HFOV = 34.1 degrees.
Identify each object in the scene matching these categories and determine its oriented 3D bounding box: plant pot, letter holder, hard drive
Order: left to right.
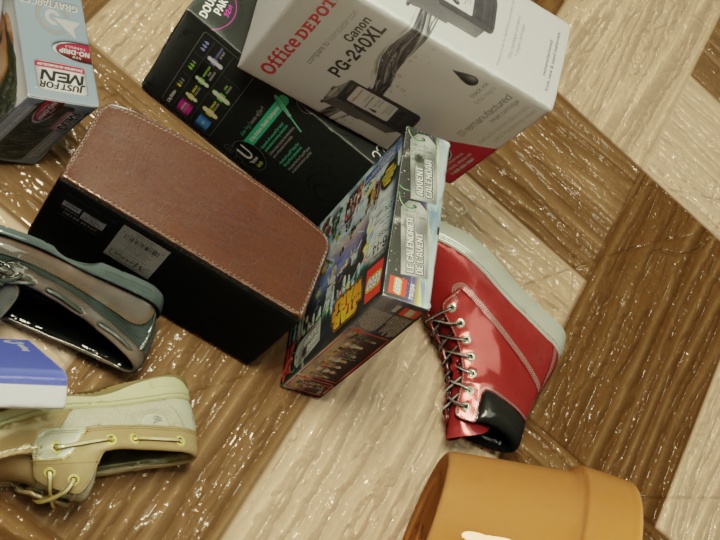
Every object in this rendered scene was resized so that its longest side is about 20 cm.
[{"bbox_3d":[-0.298,0.060,0.738,0.198,0.132,0.026,5,94,-28],"label":"hard drive"},{"bbox_3d":[-0.125,-0.049,0.901,0.199,0.100,0.143,31,55,-14],"label":"letter holder"},{"bbox_3d":[0.102,0.225,0.867,0.139,0.201,0.201,22,58,-1],"label":"plant pot"}]

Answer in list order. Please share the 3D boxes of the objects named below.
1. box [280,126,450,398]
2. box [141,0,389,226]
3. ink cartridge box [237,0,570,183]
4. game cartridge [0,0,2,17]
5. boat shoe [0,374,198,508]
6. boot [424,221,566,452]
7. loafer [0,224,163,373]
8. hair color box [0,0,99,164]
[{"bbox_3d":[0.000,0.000,0.888,0.040,0.200,0.138,18,60,-18],"label":"box"},{"bbox_3d":[-0.051,-0.165,0.978,0.199,0.124,0.149,39,56,-9],"label":"box"},{"bbox_3d":[0.028,-0.164,0.859,0.199,0.145,0.084,26,62,-18],"label":"ink cartridge box"},{"bbox_3d":[-0.305,-0.129,0.813,0.041,0.132,0.202,33,53,-45],"label":"game cartridge"},{"bbox_3d":[-0.198,0.124,0.799,0.198,0.074,0.067,-13,70,-33],"label":"boat shoe"},{"bbox_3d":[0.076,0.057,0.989,0.200,0.072,0.145,40,56,-13],"label":"boot"},{"bbox_3d":[-0.234,0.016,0.826,0.198,0.072,0.063,19,58,-24],"label":"loafer"},{"bbox_3d":[-0.260,-0.194,0.881,0.060,0.099,0.202,3,67,-44],"label":"hair color box"}]
